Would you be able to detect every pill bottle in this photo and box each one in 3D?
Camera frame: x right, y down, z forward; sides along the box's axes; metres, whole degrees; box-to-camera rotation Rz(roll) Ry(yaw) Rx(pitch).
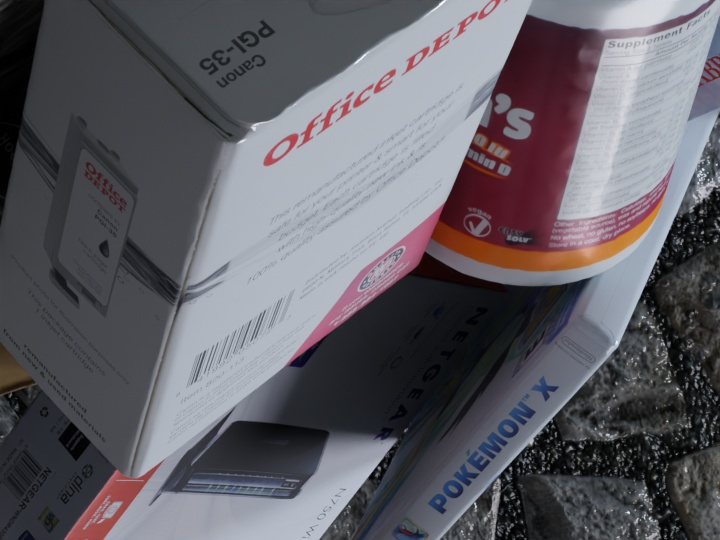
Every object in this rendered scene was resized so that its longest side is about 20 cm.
[{"bbox_3d":[0.069,-0.097,1.005,0.109,0.109,0.200,-36,153,-33],"label":"pill bottle"}]

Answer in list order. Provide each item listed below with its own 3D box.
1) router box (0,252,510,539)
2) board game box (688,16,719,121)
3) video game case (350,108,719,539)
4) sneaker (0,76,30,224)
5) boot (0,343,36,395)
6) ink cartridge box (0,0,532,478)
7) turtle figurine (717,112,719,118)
[{"bbox_3d":[-0.055,0.061,1.164,0.200,0.049,0.179,-53,153,16],"label":"router box"},{"bbox_3d":[0.153,-0.139,1.154,0.200,0.041,0.200,-55,-167,-23],"label":"board game box"},{"bbox_3d":[0.067,0.024,1.166,0.182,0.022,0.200,-51,-174,37],"label":"video game case"},{"bbox_3d":[-0.115,-0.031,1.105,0.114,0.076,0.199,-33,178,4],"label":"sneaker"},{"bbox_3d":[-0.137,0.032,1.349,0.199,0.066,0.175,-15,156,25],"label":"boot"},{"bbox_3d":[-0.032,-0.045,0.937,0.146,0.083,0.200,-36,162,-31],"label":"ink cartridge box"},{"bbox_3d":[0.174,-0.086,1.307,0.064,0.162,0.201,-17,-141,19],"label":"turtle figurine"}]
